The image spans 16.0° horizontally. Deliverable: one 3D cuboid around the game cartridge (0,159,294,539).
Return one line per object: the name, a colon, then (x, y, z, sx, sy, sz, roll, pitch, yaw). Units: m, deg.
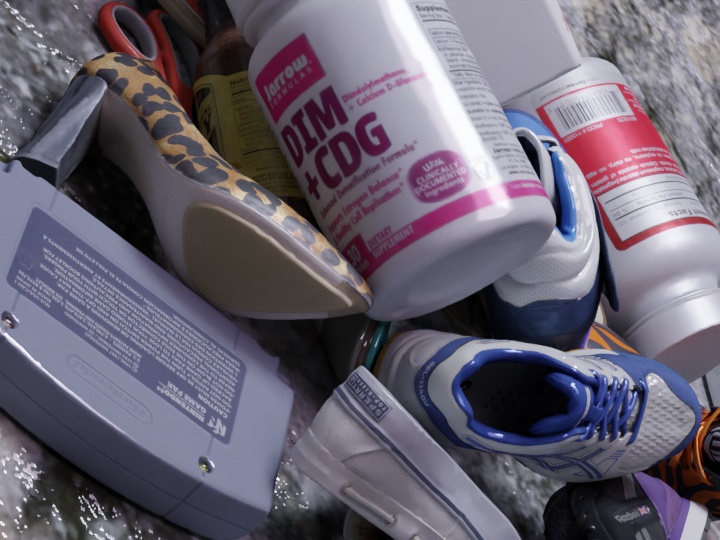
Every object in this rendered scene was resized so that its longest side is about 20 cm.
game cartridge: (-0.121, 0.040, 1.227, 0.200, 0.041, 0.133, 38, 27, -17)

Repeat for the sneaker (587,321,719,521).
sneaker: (0.179, 0.083, 1.483, 0.200, 0.112, 0.078, 30, 77, -21)

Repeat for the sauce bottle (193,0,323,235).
sauce bottle: (-0.059, -0.085, 1.420, 0.065, 0.065, 0.200, 23, 43, -38)

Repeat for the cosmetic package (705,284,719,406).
cosmetic package: (0.287, 0.079, 1.700, 0.102, 0.074, 0.200, 29, 36, -30)

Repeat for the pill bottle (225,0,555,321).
pill bottle: (0.010, -0.085, 1.340, 0.113, 0.113, 0.200, -4, 63, -55)

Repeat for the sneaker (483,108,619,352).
sneaker: (0.097, -0.050, 1.445, 0.080, 0.147, 0.201, -4, 52, -1)

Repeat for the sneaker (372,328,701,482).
sneaker: (0.107, 0.077, 1.355, 0.199, 0.088, 0.076, 6, 90, -28)

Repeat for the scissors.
scissors: (-0.098, -0.076, 1.421, 0.073, 0.014, 0.200, 20, 38, -45)

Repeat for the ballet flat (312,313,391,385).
ballet flat: (0.000, 0.000, 1.425, 0.063, 0.068, 0.200, 18, 36, 6)

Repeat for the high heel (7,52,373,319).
high heel: (-0.069, -0.050, 1.325, 0.199, 0.072, 0.143, 24, 35, 4)

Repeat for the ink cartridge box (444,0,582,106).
ink cartridge box: (0.019, -0.188, 1.479, 0.200, 0.144, 0.147, 63, 8, -16)

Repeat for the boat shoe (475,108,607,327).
boat shoe: (0.078, -0.029, 1.555, 0.076, 0.072, 0.200, -8, 60, -43)

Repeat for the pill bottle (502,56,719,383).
pill bottle: (0.159, -0.025, 1.609, 0.112, 0.112, 0.200, 5, 51, -52)

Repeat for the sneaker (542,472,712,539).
sneaker: (0.131, 0.166, 1.396, 0.087, 0.076, 0.200, 36, 22, -2)

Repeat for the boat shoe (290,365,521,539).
boat shoe: (0.023, 0.121, 1.291, 0.071, 0.070, 0.200, 46, -2, 35)

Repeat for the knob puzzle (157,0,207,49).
knob puzzle: (-0.075, -0.183, 1.554, 0.219, 0.030, 0.220, 39, 27, -24)
